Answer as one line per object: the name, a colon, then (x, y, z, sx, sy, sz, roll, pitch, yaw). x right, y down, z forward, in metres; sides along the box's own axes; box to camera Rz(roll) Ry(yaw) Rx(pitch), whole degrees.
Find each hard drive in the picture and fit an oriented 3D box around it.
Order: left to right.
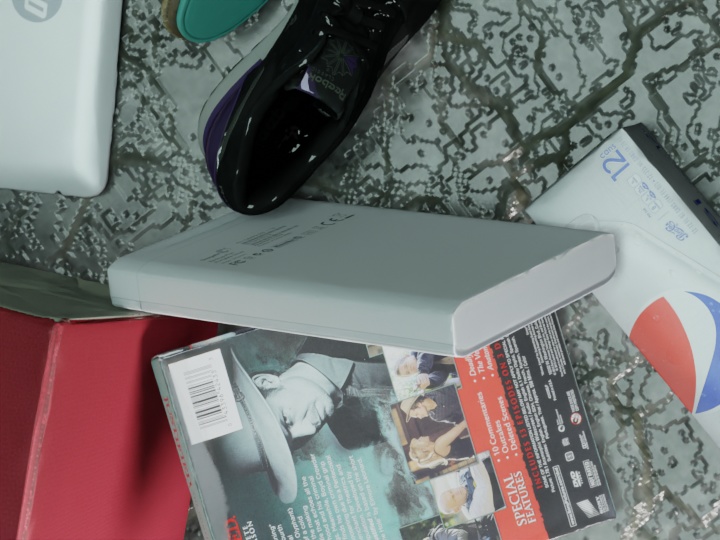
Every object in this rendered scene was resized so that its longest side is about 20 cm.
hard drive: (0.000, 0.000, 1.247, 0.199, 0.132, 0.027, 7, 110, 37)

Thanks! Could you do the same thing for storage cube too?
storage cube: (-0.190, 0.091, 1.304, 0.170, 0.200, 0.181, 13, 96, 22)

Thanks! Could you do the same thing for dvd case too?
dvd case: (0.013, 0.081, 1.293, 0.199, 0.022, 0.147, -18, 91, -18)

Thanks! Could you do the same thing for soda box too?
soda box: (0.168, 0.025, 1.277, 0.063, 0.068, 0.200, -40, 85, 14)

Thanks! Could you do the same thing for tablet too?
tablet: (-0.183, -0.143, 1.377, 0.129, 0.014, 0.201, 7, 97, 13)

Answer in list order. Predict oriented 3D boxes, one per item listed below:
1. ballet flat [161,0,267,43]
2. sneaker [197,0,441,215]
ballet flat: (-0.037, -0.202, 1.319, 0.200, 0.070, 0.065, -48, 56, 10)
sneaker: (-0.004, -0.111, 1.289, 0.075, 0.088, 0.201, 28, 105, -16)
